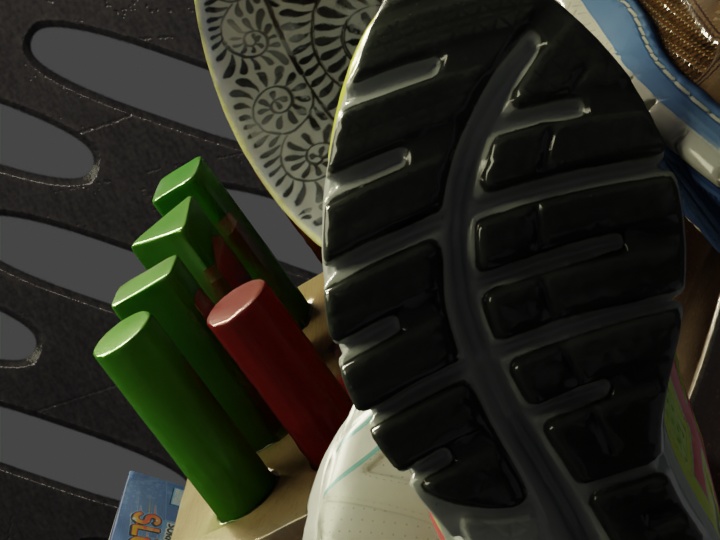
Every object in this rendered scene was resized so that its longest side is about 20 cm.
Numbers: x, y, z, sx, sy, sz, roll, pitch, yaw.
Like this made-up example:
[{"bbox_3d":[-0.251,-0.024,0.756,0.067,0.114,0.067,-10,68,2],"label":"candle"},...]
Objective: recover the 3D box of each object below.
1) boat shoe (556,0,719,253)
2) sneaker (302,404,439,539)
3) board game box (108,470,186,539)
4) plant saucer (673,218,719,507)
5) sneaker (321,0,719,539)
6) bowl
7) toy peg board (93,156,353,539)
[{"bbox_3d":[0.095,-0.045,0.526,0.072,0.072,0.200,-40,33,2],"label":"boat shoe"},{"bbox_3d":[0.036,0.038,0.627,0.080,0.070,0.202,-28,46,47],"label":"sneaker"},{"bbox_3d":[-0.120,0.202,1.051,0.200,0.034,0.136,-83,9,-62],"label":"board game box"},{"bbox_3d":[0.091,0.026,0.656,0.200,0.036,0.202,-162,90,-86],"label":"plant saucer"},{"bbox_3d":[0.038,0.028,0.519,0.090,0.077,0.202,-100,-5,-78],"label":"sneaker"},{"bbox_3d":[0.041,-0.101,0.759,0.094,0.201,0.202,-17,-40,-42],"label":"bowl"},{"bbox_3d":[0.000,0.000,0.857,0.198,0.098,0.200,-30,21,19],"label":"toy peg board"}]
